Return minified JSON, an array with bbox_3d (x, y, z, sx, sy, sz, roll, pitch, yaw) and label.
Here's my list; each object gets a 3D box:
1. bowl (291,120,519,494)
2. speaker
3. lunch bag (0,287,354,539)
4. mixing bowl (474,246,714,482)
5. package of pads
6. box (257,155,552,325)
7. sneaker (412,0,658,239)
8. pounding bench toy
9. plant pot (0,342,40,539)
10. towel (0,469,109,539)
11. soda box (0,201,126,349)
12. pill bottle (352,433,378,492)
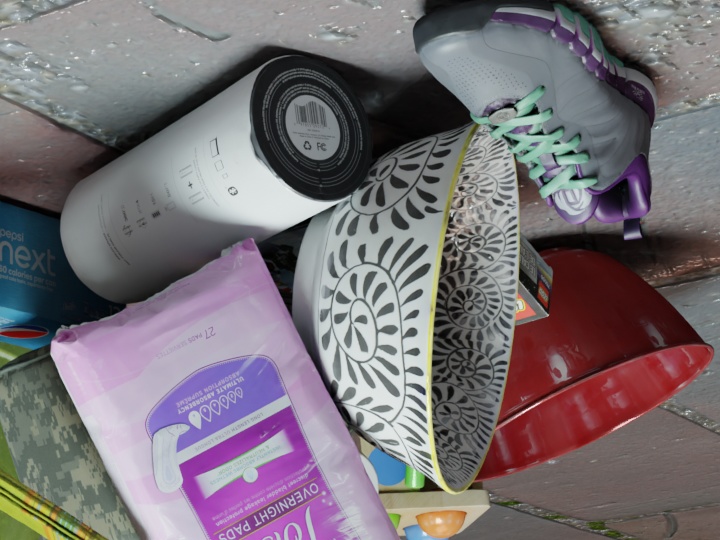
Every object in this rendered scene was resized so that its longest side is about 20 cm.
[{"bbox_3d":[0.020,0.013,1.044,0.093,0.203,0.201,6,166,16],"label":"bowl"},{"bbox_3d":[-0.084,-0.045,1.055,0.081,0.082,0.199,9,158,-36],"label":"speaker"},{"bbox_3d":[-0.102,0.085,1.153,0.167,0.141,0.199,-17,178,-35],"label":"lunch bag"},{"bbox_3d":[0.131,0.054,1.340,0.199,0.109,0.200,-23,163,-7],"label":"mixing bowl"},{"bbox_3d":[-0.068,0.098,1.002,0.120,0.201,0.076,-26,180,-14],"label":"package of pads"},{"bbox_3d":[0.000,0.000,1.194,0.199,0.040,0.137,-17,135,30],"label":"box"},{"bbox_3d":[0.100,-0.075,0.989,0.074,0.088,0.199,-16,160,35],"label":"sneaker"},{"bbox_3d":[0.035,0.134,1.536,0.123,0.158,0.200,-1,163,-10],"label":"pounding bench toy"},{"bbox_3d":[-0.279,0.139,1.296,0.198,0.191,0.201,4,134,4],"label":"plant pot"},{"bbox_3d":[-0.190,0.119,1.012,0.199,0.018,0.086,31,161,13],"label":"towel"},{"bbox_3d":[-0.231,-0.002,1.180,0.064,0.069,0.199,-13,161,32],"label":"soda box"},{"bbox_3d":[-0.066,0.114,1.331,0.103,0.105,0.200,7,-163,-32],"label":"pill bottle"}]
